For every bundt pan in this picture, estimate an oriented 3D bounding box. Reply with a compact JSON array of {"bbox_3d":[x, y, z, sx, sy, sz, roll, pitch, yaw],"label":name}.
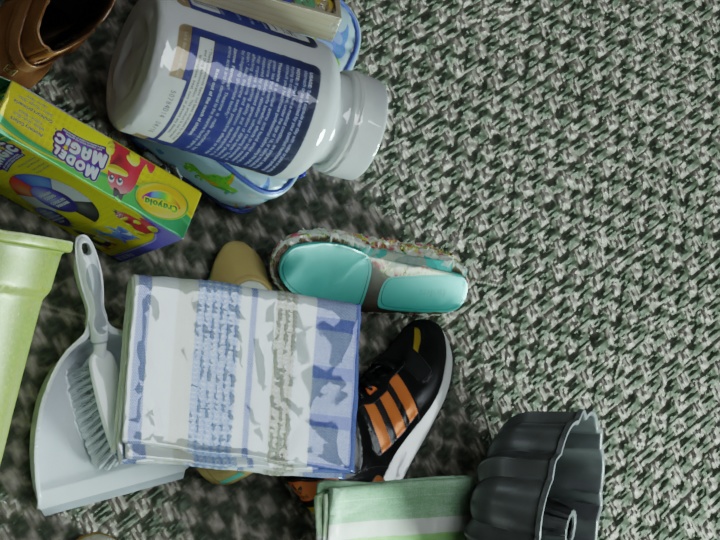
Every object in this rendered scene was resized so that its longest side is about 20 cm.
[{"bbox_3d":[0.140,0.209,1.811,0.202,0.075,0.203,8,90,-70],"label":"bundt pan"}]

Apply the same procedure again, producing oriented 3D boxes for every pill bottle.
[{"bbox_3d":[-0.084,-0.134,1.662,0.199,0.111,0.112,16,72,-24],"label":"pill bottle"}]

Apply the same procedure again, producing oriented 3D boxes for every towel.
[{"bbox_3d":[0.018,0.266,1.761,0.152,0.023,0.201,1,98,-34],"label":"towel"},{"bbox_3d":[-0.094,0.085,1.690,0.199,0.024,0.148,7,79,-23],"label":"towel"}]

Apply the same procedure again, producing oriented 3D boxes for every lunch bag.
[{"bbox_3d":[-0.096,-0.158,1.773,0.160,0.082,0.201,34,64,-20],"label":"lunch bag"}]

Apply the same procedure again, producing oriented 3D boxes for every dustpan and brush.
[{"bbox_3d":[-0.201,0.074,1.674,0.139,0.057,0.201,-12,87,-33],"label":"dustpan and brush"}]

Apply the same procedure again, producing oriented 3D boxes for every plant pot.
[{"bbox_3d":[-0.313,0.059,1.546,0.199,0.200,0.186,7,88,-31],"label":"plant pot"}]

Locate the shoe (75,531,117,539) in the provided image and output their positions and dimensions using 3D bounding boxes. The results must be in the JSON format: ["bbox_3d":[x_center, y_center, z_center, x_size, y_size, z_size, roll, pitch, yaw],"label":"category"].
[{"bbox_3d":[-0.163,0.290,1.660,0.070,0.053,0.201,-27,96,-33],"label":"shoe"}]

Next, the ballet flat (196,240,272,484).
[{"bbox_3d":[-0.090,0.072,1.743,0.068,0.063,0.201,13,74,-36],"label":"ballet flat"}]

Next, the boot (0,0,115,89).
[{"bbox_3d":[-0.226,-0.219,1.660,0.077,0.155,0.200,45,61,-16],"label":"boot"}]

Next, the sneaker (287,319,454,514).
[{"bbox_3d":[0.007,0.114,1.787,0.090,0.070,0.201,38,65,-30],"label":"sneaker"}]

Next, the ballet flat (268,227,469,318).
[{"bbox_3d":[0.000,0.000,1.817,0.199,0.064,0.076,12,110,-34],"label":"ballet flat"}]

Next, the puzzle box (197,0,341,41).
[{"bbox_3d":[-0.086,-0.266,1.735,0.132,0.026,0.201,12,40,-17],"label":"puzzle box"}]

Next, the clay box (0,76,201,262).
[{"bbox_3d":[-0.233,-0.079,1.652,0.199,0.115,0.048,29,67,-23],"label":"clay box"}]
